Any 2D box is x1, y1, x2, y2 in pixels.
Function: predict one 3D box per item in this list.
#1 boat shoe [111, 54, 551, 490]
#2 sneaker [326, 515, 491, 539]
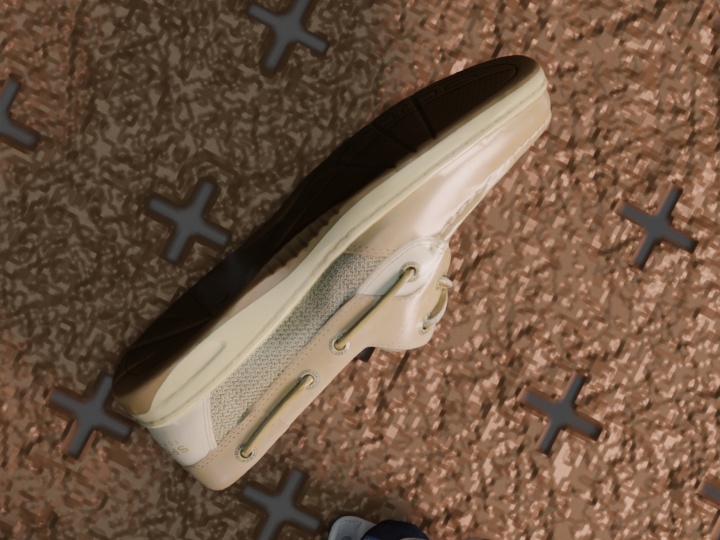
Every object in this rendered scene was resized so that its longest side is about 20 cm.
[{"bbox_3d":[0.000,0.000,0.836,0.200,0.072,0.065,-42,108,-1],"label":"boat shoe"},{"bbox_3d":[-0.024,0.154,0.827,0.200,0.070,0.109,-9,98,-28],"label":"sneaker"}]
